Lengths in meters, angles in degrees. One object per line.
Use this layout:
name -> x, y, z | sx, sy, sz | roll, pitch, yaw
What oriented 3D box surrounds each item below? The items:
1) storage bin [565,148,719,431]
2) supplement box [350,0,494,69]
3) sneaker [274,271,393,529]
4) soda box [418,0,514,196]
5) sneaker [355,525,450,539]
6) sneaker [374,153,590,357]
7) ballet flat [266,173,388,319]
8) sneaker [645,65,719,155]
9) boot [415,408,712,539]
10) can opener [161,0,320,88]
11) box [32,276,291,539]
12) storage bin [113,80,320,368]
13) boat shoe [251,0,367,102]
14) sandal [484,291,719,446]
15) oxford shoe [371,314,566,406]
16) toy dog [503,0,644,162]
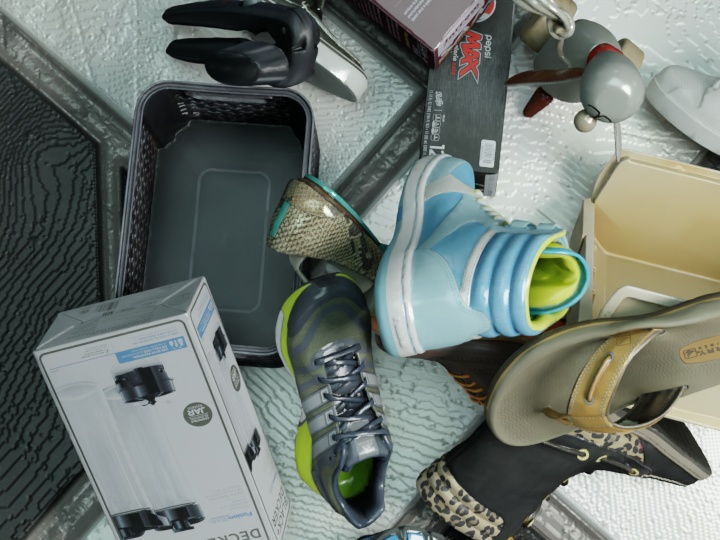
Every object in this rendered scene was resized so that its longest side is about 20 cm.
storage bin -> 0.252, 0.015, 0.813 | 0.197, 0.200, 0.094 | 14, 123, 3
supplement box -> 0.014, -0.257, 0.863 | 0.200, 0.061, 0.109 | 41, 90, 7
sneaker -> -0.008, 0.093, 0.815 | 0.074, 0.081, 0.201 | -20, 122, -19
soda box -> 0.087, -0.164, 0.915 | 0.063, 0.071, 0.201 | 6, 79, 6
sneaker -> 0.085, 0.235, 0.847 | 0.199, 0.082, 0.073 | 29, 73, -14
sneaker -> 0.090, -0.017, 0.774 | 0.130, 0.080, 0.200 | -5, 36, 17
ballet flat -> 0.000, 0.000, 0.846 | 0.068, 0.200, 0.076 | 33, 91, 43
sneaker -> 0.313, -0.133, 0.859 | 0.073, 0.116, 0.200 | -20, 47, -40
boot -> 0.150, 0.142, 0.849 | 0.151, 0.200, 0.073 | -46, 40, 21
can opener -> -0.098, -0.179, 0.875 | 0.078, 0.200, 0.064 | -4, 109, -35
box -> -0.134, 0.116, 0.815 | 0.116, 0.060, 0.201 | -13, 113, 9
storage bin -> -0.105, -0.032, 0.884 | 0.134, 0.094, 0.201 | 4, 79, 2
boat shoe -> -0.063, -0.216, 0.928 | 0.200, 0.071, 0.064 | 40, 84, 9
sandal -> 0.167, 0.069, 0.708 | 0.199, 0.080, 0.054 | -18, 35, 21
oxford shoe -> 0.091, 0.067, 0.837 | 0.199, 0.071, 0.073 | 9, 100, -31
toy dog -> 0.155, -0.139, 0.866 | 0.132, 0.200, 0.096 | 40, 111, 10
